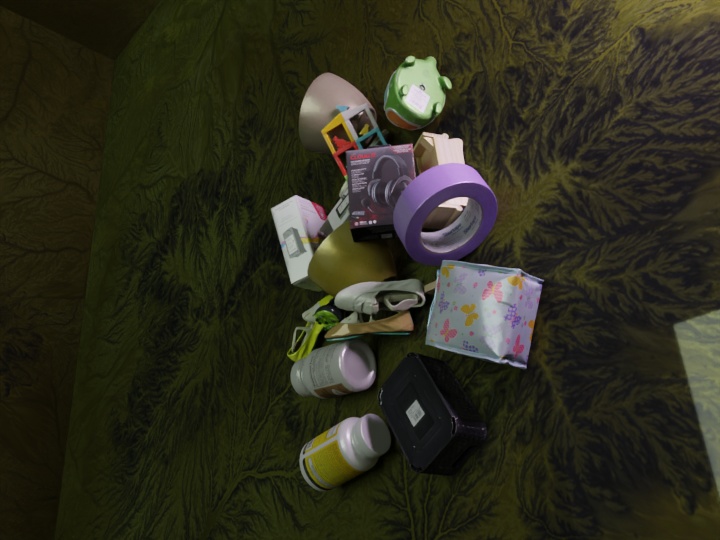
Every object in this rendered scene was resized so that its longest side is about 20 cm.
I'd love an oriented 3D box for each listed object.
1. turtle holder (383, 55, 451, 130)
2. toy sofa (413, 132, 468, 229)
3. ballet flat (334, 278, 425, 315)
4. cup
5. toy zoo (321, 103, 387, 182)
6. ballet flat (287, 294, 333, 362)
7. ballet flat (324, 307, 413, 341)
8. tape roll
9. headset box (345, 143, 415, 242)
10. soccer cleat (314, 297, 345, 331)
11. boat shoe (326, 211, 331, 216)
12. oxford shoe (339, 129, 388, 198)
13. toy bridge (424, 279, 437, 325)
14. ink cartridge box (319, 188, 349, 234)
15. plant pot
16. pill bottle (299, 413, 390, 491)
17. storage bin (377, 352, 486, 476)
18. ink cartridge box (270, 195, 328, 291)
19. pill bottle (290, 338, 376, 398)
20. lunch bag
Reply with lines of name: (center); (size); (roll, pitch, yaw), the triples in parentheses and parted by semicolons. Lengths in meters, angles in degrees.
turtle holder: (0.116, -0.412, 1.548); (0.131, 0.138, 0.190); (-33, 59, 59)
toy sofa: (0.174, -0.190, 1.448); (0.083, 0.095, 0.204); (123, 146, -56)
ballet flat: (0.046, 0.060, 1.411); (0.069, 0.195, 0.071); (173, 90, -80)
cup: (-0.043, -0.380, 1.708); (0.141, 0.200, 0.204); (22, 93, 25)
toy zoo: (-0.008, -0.304, 1.620); (0.130, 0.020, 0.203); (-28, 91, 12)
ballet flat: (-0.123, 0.139, 1.665); (0.203, 0.066, 0.067); (-63, 20, 11)
ballet flat: (0.016, 0.112, 1.456); (0.195, 0.069, 0.065); (-6, 90, 9)
tape roll: (0.165, -0.106, 1.316); (0.201, 0.198, 0.066); (-50, 43, 24)
headset box: (0.047, -0.173, 1.428); (0.145, 0.077, 0.204); (-5, 70, 4)
soccer cleat: (-0.062, 0.093, 1.547); (0.200, 0.066, 0.083); (83, -154, -77)
boat shoe: (-0.127, -0.109, 1.776); (0.198, 0.064, 0.075); (-23, 57, 42)
oxford shoe: (0.020, -0.254, 1.670); (0.057, 0.075, 0.202); (32, 95, 5)
toy bridge: (0.163, 0.032, 1.401); (0.067, 0.027, 0.204); (-26, 57, 41)
ink cartridge box: (0.005, -0.132, 1.587); (0.201, 0.115, 0.068); (-52, 41, 24)
plant pot: (0.000, 0.000, 1.505); (0.142, 0.199, 0.201); (47, 114, 22)
pill bottle: (-0.031, 0.382, 1.429); (0.199, 0.111, 0.114); (-38, 49, 35)
storage bin: (0.132, 0.273, 1.292); (0.136, 0.093, 0.201); (-53, 41, 21)
ink cartridge box: (-0.127, -0.064, 1.650); (0.085, 0.147, 0.204); (-25, 73, 21)
pill bottle: (-0.066, 0.228, 1.531); (0.198, 0.113, 0.117); (-21, 60, 44)
lunch bag: (0.218, 0.075, 1.244); (0.197, 0.126, 0.173); (8, 84, 41)
